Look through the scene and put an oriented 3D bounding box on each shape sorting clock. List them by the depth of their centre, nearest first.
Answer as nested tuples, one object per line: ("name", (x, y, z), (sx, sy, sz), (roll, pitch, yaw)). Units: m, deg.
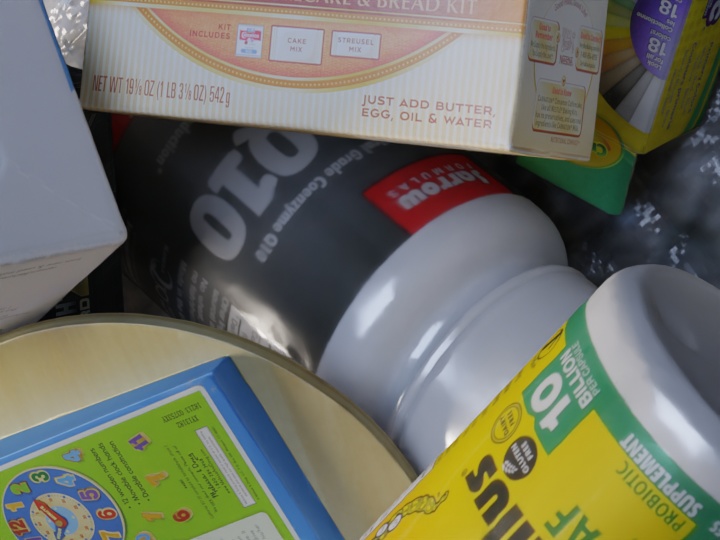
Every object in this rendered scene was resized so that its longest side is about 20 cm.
("shape sorting clock", (-0.067, 0.100, 0.880), (0.200, 0.039, 0.200), (4, 120, 6))

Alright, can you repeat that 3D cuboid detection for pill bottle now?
("pill bottle", (0.055, 0.103, 0.789), (0.200, 0.113, 0.113), (-47, 61, 22))
("pill bottle", (0.000, 0.000, 0.915), (0.200, 0.114, 0.114), (39, 102, 31))

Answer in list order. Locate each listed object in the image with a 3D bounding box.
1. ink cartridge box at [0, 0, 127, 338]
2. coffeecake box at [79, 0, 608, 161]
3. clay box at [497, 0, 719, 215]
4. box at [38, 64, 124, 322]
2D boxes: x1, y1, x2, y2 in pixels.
("ink cartridge box", (-0.162, -0.021, 0.868), (0.200, 0.067, 0.116), (-36, 71, 54))
("coffeecake box", (0.002, -0.142, 0.830), (0.153, 0.073, 0.200), (7, 92, 25))
("clay box", (0.081, -0.131, 0.892), (0.115, 0.048, 0.200), (31, 124, 25))
("box", (-0.152, -0.007, 0.974), (0.200, 0.051, 0.158), (23, 121, 56))
